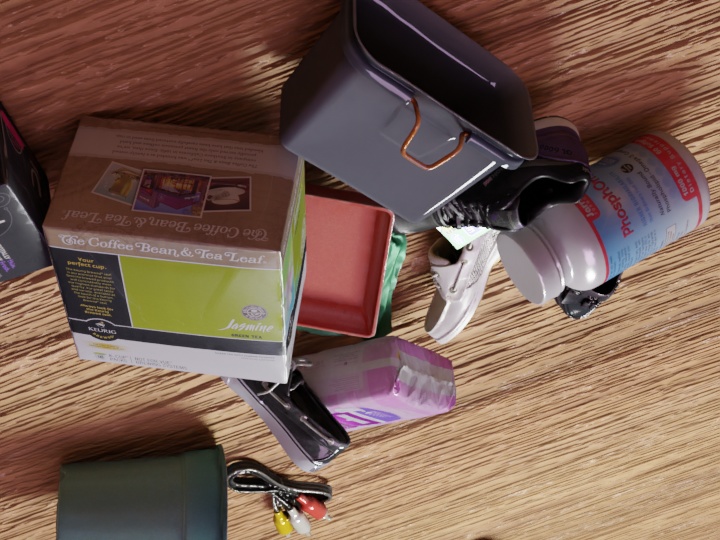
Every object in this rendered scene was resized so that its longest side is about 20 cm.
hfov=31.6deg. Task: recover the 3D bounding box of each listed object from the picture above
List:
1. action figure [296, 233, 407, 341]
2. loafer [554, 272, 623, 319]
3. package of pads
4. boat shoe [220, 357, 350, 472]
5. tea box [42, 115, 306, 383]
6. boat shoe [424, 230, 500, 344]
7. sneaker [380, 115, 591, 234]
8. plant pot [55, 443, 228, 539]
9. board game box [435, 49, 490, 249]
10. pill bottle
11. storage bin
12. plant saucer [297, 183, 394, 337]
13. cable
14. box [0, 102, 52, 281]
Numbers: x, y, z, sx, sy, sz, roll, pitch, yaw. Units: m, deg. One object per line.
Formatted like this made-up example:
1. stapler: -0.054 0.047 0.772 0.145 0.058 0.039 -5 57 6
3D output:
1. action figure: 0.000 0.000 1.327 0.118 0.055 0.200 -1 145 -18
2. loafer: 0.261 0.000 1.423 0.072 0.063 0.200 -8 143 -12
3. package of pads: -0.005 0.132 1.433 0.199 0.076 0.120 -14 153 34
4. boat shoe: -0.087 0.122 1.362 0.068 0.200 0.074 -39 175 28
5. tea box: -0.154 -0.016 1.128 0.199 0.134 0.197 7 143 3
6. boat shoe: 0.102 -0.011 1.345 0.069 0.071 0.201 13 122 -18
7. sneaker: 0.113 -0.071 1.165 0.199 0.088 0.076 -22 133 12
8. plant pot: -0.266 0.308 1.533 0.195 0.201 0.201 3 141 -11
9. board game box: 0.091 -0.116 1.201 0.134 0.029 0.200 -31 130 20
10. pill bottle: 0.240 -0.049 1.270 0.199 0.109 0.109 -30 146 -13
11. storage bin: 0.032 -0.127 1.072 0.200 0.146 0.134 28 129 -27
12. plant saucer: -0.072 -0.022 1.238 0.199 0.037 0.200 10 140 2
13. cable: -0.101 0.301 1.690 0.097 0.050 0.200 -26 144 12
14. box: -0.372 -0.048 1.071 0.199 0.106 0.122 -17 146 0
